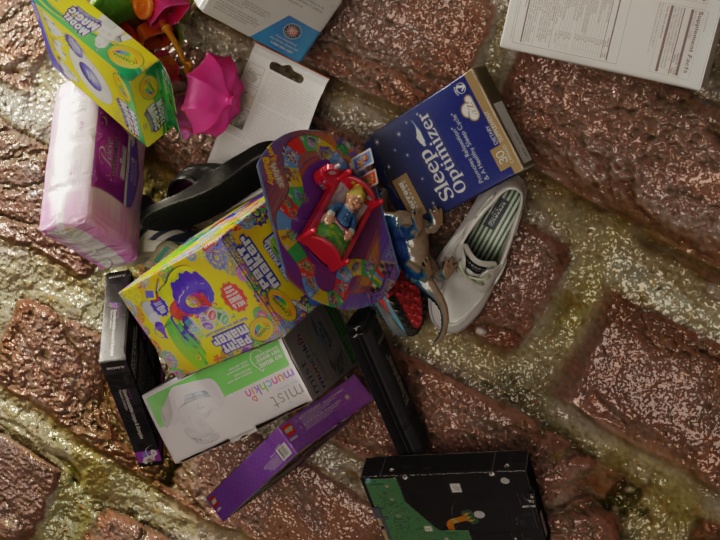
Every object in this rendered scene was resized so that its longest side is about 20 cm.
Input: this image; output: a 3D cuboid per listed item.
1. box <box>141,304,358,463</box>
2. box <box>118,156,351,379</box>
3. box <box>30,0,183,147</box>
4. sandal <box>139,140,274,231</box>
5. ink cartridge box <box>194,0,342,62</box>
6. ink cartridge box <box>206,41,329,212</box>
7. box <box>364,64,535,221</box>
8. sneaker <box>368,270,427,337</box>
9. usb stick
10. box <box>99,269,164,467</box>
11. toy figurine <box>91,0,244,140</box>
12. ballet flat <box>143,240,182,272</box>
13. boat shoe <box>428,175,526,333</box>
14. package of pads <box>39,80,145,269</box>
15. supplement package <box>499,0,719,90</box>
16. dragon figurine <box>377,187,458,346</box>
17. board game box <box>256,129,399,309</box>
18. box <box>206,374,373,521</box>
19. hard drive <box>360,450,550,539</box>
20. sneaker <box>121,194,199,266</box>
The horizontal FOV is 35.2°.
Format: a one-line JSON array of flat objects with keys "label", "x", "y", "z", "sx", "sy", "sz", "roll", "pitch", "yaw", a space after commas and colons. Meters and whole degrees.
[{"label": "box", "x": -0.124, "y": 0.129, "z": 1.342, "sx": 0.199, "sy": 0.176, "sz": 0.097, "roll": -26, "pitch": 91, "yaw": 22}, {"label": "box", "x": -0.119, "y": -0.001, "z": 1.243, "sx": 0.199, "sy": 0.193, "sz": 0.122, "roll": -24, "pitch": 104, "yaw": 44}, {"label": "box", "x": -0.277, "y": -0.223, "z": 1.262, "sx": 0.200, "sy": 0.118, "sz": 0.048, "roll": 38, "pitch": 66, "yaw": 21}, {"label": "sandal", "x": -0.171, "y": -0.103, "z": 1.329, "sx": 0.199, "sy": 0.075, "sz": 0.048, "roll": -26, "pitch": 65, "yaw": 16}, {"label": "ink cartridge box", "x": -0.078, "y": -0.355, "z": 1.250, "sx": 0.200, "sy": 0.144, "sz": 0.085, "roll": -52, "pitch": 40, "yaw": 20}, {"label": "ink cartridge box", "x": -0.110, "y": -0.157, "z": 1.353, "sx": 0.108, "sy": 0.050, "sz": 0.201, "roll": 28, "pitch": 107, "yaw": 14}, {"label": "box", "x": 0.087, "y": -0.128, "z": 1.263, "sx": 0.200, "sy": 0.032, "sz": 0.122, "roll": -28, "pitch": 90, "yaw": 43}, {"label": "sneaker", "x": 0.000, "y": 0.000, "z": 1.341, "sx": 0.095, "sy": 0.079, "sz": 0.201, "roll": -40, "pitch": 81, "yaw": 39}, {"label": "usb stick", "x": 0.033, "y": 0.136, "z": 1.321, "sx": 0.032, "sy": 0.056, "sz": 0.201, "roll": -8, "pitch": 118, "yaw": 30}, {"label": "box", "x": -0.271, "y": 0.120, "z": 1.366, "sx": 0.036, "sy": 0.144, "sz": 0.201, "roll": -7, "pitch": 134, "yaw": -2}, {"label": "toy figurine", "x": -0.217, "y": -0.227, "z": 1.318, "sx": 0.185, "sy": 0.150, "sz": 0.200, "roll": 57, "pitch": 134, "yaw": 14}, {"label": "ballet flat", "x": -0.238, "y": 0.050, "z": 1.386, "sx": 0.067, "sy": 0.062, "sz": 0.201, "roll": 20, "pitch": 134, "yaw": 21}, {"label": "boat shoe", "x": 0.127, "y": -0.017, "z": 1.277, "sx": 0.073, "sy": 0.067, "sz": 0.201, "roll": 19, "pitch": 105, "yaw": -1}, {"label": "package of pads", "x": -0.315, "y": -0.115, "z": 1.353, "sx": 0.075, "sy": 0.121, "sz": 0.201, "roll": -8, "pitch": 66, "yaw": 19}, {"label": "supplement package", "x": 0.265, "y": -0.277, "z": 1.142, "sx": 0.199, "sy": 0.152, "sz": 0.152, "roll": 16, "pitch": 105, "yaw": 16}, {"label": "dragon figurine", "x": 0.050, "y": -0.012, "z": 1.272, "sx": 0.099, "sy": 0.059, "sz": 0.201, "roll": -18, "pitch": 87, "yaw": 47}, {"label": "board game box", "x": -0.021, "y": -0.061, "z": 1.181, "sx": 0.039, "sy": 0.157, "sz": 0.201, "roll": -28, "pitch": 72, "yaw": 46}, {"label": "box", "x": -0.085, "y": 0.209, "z": 1.327, "sx": 0.039, "sy": 0.137, "sz": 0.200, "roll": 52, "pitch": 134, "yaw": 9}, {"label": "hard drive", "x": 0.112, "y": 0.274, "z": 1.331, "sx": 0.199, "sy": 0.038, "sz": 0.140, "roll": -7, "pitch": 124, "yaw": 20}, {"label": "sneaker", "x": -0.246, "y": -0.051, "z": 1.414, "sx": 0.198, "sy": 0.075, "sz": 0.085, "roll": 5, "pitch": 70, "yaw": 5}]
